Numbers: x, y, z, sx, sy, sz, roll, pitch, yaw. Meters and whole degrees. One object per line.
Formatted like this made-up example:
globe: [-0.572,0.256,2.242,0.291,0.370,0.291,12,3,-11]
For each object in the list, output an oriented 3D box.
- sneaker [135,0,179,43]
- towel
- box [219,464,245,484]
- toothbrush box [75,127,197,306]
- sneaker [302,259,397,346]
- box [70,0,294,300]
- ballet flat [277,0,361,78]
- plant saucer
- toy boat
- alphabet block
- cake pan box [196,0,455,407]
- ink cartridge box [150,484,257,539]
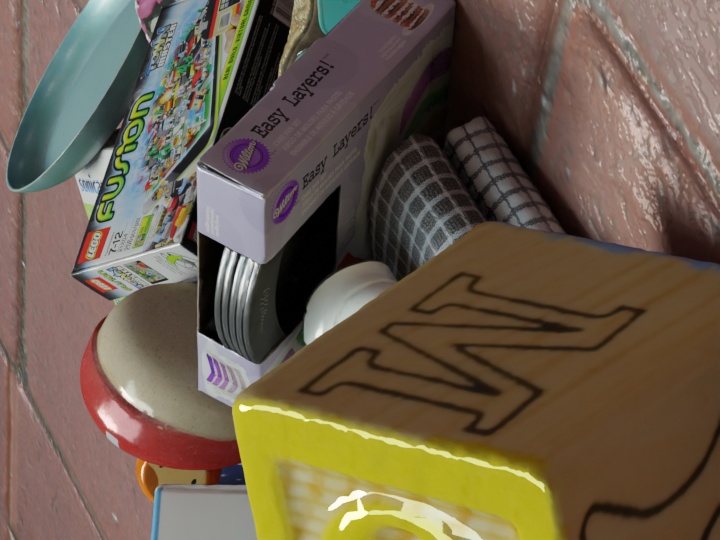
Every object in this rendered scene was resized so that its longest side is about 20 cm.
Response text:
sneaker: [-0.117,-0.223,1.944,0.086,0.080,0.201,-96,-8,-71]
towel: [0.068,0.040,1.664,0.166,0.085,0.200,56,157,35]
box: [-0.048,0.109,1.975,0.200,0.121,0.033,118,145,-68]
toothbrush box: [-0.118,-0.002,2.056,0.146,0.086,0.201,8,117,70]
sneaker: [0.015,0.098,1.634,0.087,0.074,0.201,34,138,54]
box: [-0.104,-0.083,1.834,0.035,0.201,0.110,34,148,-32]
ballet flat: [-0.009,-0.150,1.739,0.200,0.070,0.065,107,166,-56]
plant saucer: [-0.180,-0.136,2.062,0.027,0.201,0.200,31,171,-20]
toy boat: [-0.091,0.086,1.785,0.130,0.200,0.131,36,108,24]
alphabet block: [0.085,0.113,1.430,0.196,0.200,0.196,10,121,40]
cake pan box: [-0.022,-0.039,1.661,0.052,0.200,0.185,25,139,22]
ink cartridge box: [-0.040,0.224,1.790,0.200,0.145,0.147,69,-157,-70]
